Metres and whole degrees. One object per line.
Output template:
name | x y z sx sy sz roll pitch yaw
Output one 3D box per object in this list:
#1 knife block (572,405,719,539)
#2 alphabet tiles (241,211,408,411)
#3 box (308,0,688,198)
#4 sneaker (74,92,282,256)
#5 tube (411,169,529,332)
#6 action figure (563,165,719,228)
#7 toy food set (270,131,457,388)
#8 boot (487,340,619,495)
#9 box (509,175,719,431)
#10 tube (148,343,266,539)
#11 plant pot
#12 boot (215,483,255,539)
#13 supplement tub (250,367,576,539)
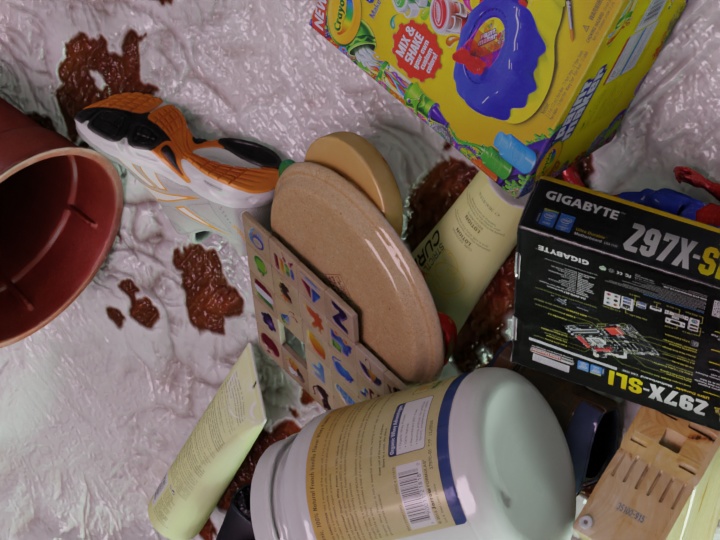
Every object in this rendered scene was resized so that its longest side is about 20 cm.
knife block | 0.218 0.175 1.481 0.064 0.201 0.176 27 173 25
alphabet tiles | -0.021 0.066 1.588 0.200 0.008 0.168 42 154 30
box | 0.100 -0.194 1.333 0.192 0.122 0.201 41 132 18
sneaker | -0.149 -0.070 1.647 0.199 0.076 0.093 27 132 29
tube | 0.074 -0.010 1.505 0.052 0.058 0.200 13 144 -17
action figure | 0.210 -0.033 1.364 0.199 0.066 0.052 12 138 36
toy food set | 0.000 0.000 1.537 0.201 0.049 0.198 57 156 -1
boot | 0.132 0.159 1.526 0.097 0.075 0.201 23 124 33
box | 0.197 0.029 1.348 0.199 0.050 0.160 18 148 15
tube | -0.121 0.153 1.743 0.058 0.052 0.200 41 132 10
plant pot | -0.335 -0.071 1.732 0.195 0.200 0.202 40 133 28
boot | -0.067 0.295 1.764 0.201 0.076 0.168 52 139 15
supplement tub | 0.036 0.157 1.461 0.199 0.144 0.145 -17 101 32
